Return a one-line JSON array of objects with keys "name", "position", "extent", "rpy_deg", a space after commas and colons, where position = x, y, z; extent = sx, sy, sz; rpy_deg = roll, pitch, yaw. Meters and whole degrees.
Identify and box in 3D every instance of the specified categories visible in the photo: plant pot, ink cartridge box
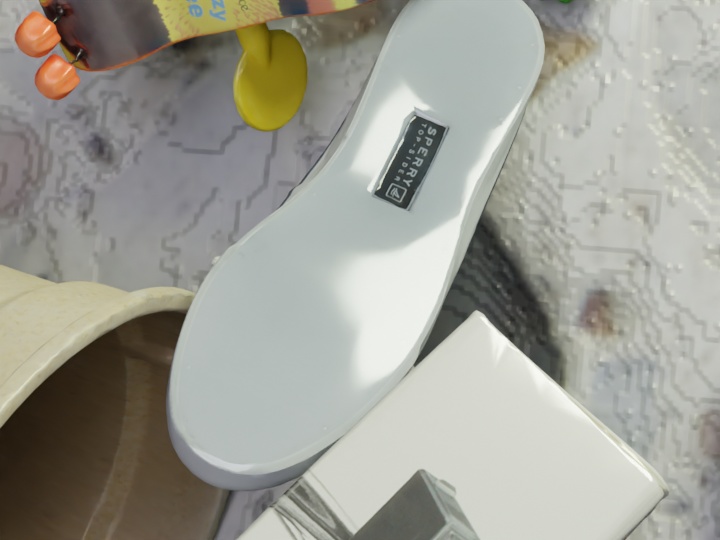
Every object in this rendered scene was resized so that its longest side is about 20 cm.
[{"name": "plant pot", "position": [-0.170, 0.061, 0.743], "extent": [0.183, 0.200, 0.201], "rpy_deg": [26, 92, 22]}, {"name": "ink cartridge box", "position": [-0.009, 0.122, 0.692], "extent": [0.200, 0.144, 0.084], "rpy_deg": [-42, 80, -15]}]

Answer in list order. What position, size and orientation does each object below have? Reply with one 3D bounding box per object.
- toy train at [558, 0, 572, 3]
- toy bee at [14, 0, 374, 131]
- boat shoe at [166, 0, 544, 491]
[{"name": "toy train", "position": [0.011, -0.163, 0.775], "extent": [0.200, 0.056, 0.042], "rpy_deg": [39, 94, 10]}, {"name": "toy bee", "position": [-0.064, -0.097, 0.744], "extent": [0.200, 0.109, 0.131], "rpy_deg": [-22, 121, 39]}, {"name": "boat shoe", "position": [-0.004, -0.003, 0.739], "extent": [0.074, 0.086, 0.202], "rpy_deg": [25, 63, 5]}]
